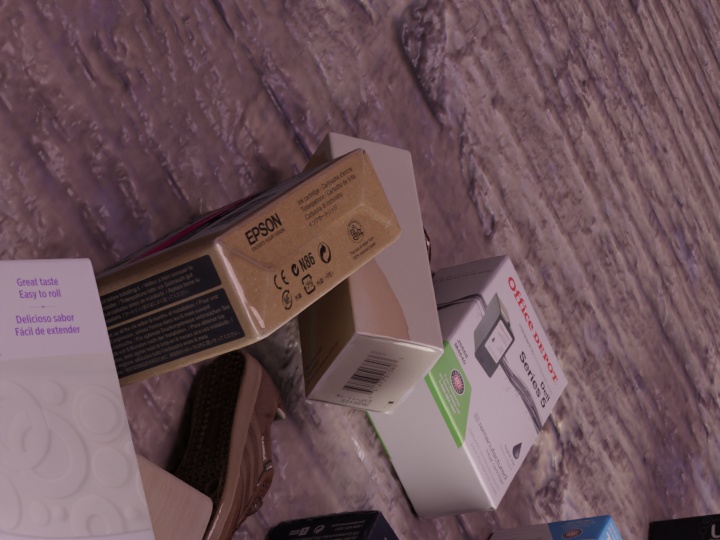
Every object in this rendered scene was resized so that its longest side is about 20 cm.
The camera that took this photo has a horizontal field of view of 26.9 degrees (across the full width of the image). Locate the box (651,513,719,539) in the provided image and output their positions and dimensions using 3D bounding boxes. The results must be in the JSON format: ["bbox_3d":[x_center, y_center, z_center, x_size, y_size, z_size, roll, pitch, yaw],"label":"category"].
[{"bbox_3d":[0.382,0.381,1.631,0.122,0.105,0.201,42,46,-40],"label":"box"}]

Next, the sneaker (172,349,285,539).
[{"bbox_3d":[-0.092,0.154,1.067,0.076,0.070,0.201,48,44,-36],"label":"sneaker"}]

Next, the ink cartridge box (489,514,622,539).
[{"bbox_3d":[0.155,0.325,1.307,0.200,0.128,0.126,-43,113,-53],"label":"ink cartridge box"}]

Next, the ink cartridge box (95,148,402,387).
[{"bbox_3d":[-0.090,-0.001,1.042,0.200,0.164,0.076,-38,106,-54],"label":"ink cartridge box"}]

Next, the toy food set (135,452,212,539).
[{"bbox_3d":[-0.187,0.185,0.927,0.143,0.060,0.201,35,47,-17],"label":"toy food set"}]

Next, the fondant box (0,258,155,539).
[{"bbox_3d":[-0.210,0.096,0.873,0.143,0.058,0.202,-2,67,-41],"label":"fondant box"}]

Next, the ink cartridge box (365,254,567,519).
[{"bbox_3d":[0.094,0.100,1.338,0.146,0.083,0.200,63,36,-18],"label":"ink cartridge box"}]

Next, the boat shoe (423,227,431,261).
[{"bbox_3d":[0.028,0.025,1.286,0.071,0.070,0.201,56,38,-25],"label":"boat shoe"}]

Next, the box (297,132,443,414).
[{"bbox_3d":[0.000,0.000,1.174,0.077,0.095,0.201,12,47,-24],"label":"box"}]

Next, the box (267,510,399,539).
[{"bbox_3d":[-0.025,0.298,1.082,0.149,0.104,0.200,59,38,-24],"label":"box"}]
